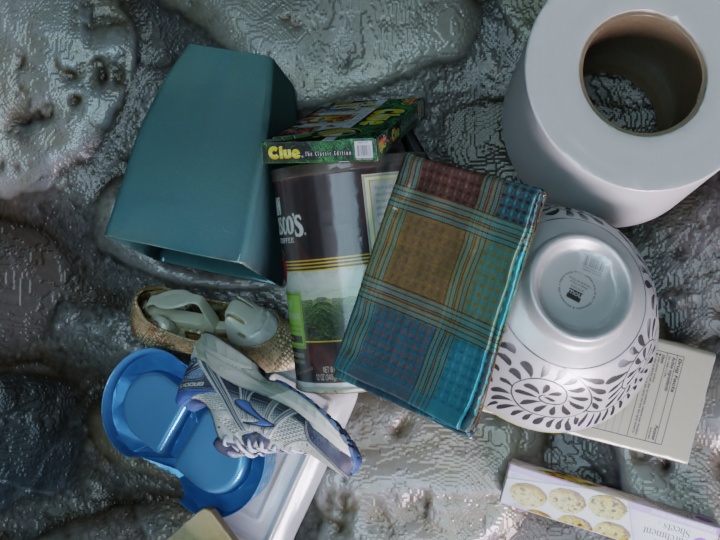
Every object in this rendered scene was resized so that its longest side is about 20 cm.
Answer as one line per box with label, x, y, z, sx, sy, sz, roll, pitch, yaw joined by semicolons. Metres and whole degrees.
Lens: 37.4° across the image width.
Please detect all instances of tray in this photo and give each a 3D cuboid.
tray;-0.089;0.189;1.067;0.106;0.022;0.202;25;92;13

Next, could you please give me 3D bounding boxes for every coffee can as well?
coffee can;0.000;0.000;0.982;0.144;0.146;0.203;-6;93;12

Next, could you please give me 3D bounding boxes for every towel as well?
towel;0.060;0.015;0.861;0.145;0.022;0.203;19;93;36

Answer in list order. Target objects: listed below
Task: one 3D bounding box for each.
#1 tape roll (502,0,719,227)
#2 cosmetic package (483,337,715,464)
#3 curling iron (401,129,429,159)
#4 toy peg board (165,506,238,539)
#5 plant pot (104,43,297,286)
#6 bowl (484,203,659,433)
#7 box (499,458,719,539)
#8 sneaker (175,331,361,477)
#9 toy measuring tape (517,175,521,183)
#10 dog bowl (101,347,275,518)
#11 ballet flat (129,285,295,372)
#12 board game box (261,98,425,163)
tape roll;0.231;-0.150;0.934;0.199;0.139;0.206;0;79;0
cosmetic package;0.203;0.095;0.956;0.197;0.071;0.107;16;92;-3
curling iron;0.077;-0.075;1.000;0.050;0.025;0.201;-67;34;38
toy peg board;-0.162;0.357;0.953;0.199;0.098;0.201;-40;80;4
plant pot;-0.135;-0.105;1.036;0.139;0.141;0.203;12;84;12
bowl;0.168;0.026;0.872;0.198;0.094;0.204;2;74;-8
box;0.228;0.223;0.986;0.197;0.039;0.042;16;92;13
sneaker;-0.087;0.142;0.974;0.199;0.077;0.086;30;80;25
toy measuring tape;0.111;-0.039;1.012;0.073;0.074;0.203;11;88;12
dog bowl;-0.167;0.159;1.057;0.199;0.049;0.112;33;96;21
ballet flat;-0.142;0.055;1.056;0.197;0.066;0.071;6;49;11
board game box;-0.010;-0.130;0.975;0.103;0.200;0.024;2;109;14
